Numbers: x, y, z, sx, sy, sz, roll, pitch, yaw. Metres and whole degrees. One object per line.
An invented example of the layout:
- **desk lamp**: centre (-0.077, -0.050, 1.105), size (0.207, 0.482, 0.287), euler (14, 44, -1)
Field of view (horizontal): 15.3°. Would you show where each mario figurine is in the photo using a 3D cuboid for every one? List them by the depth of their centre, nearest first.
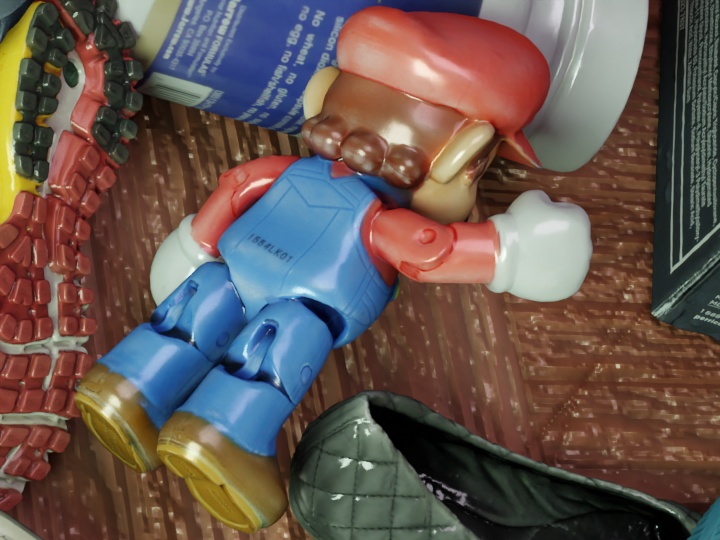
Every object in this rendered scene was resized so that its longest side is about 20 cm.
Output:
- **mario figurine**: centre (0.000, 0.000, 0.913), size (0.123, 0.106, 0.200), euler (39, 74, 2)

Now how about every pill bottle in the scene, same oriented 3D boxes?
- **pill bottle**: centre (-0.001, -0.105, 0.999), size (0.199, 0.120, 0.120), euler (14, 55, -19)

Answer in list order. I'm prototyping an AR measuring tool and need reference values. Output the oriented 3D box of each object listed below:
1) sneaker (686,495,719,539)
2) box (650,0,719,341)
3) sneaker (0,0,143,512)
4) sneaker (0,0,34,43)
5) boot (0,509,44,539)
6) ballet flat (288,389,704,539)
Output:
- **sneaker**: centre (0.178, 0.085, 0.963), size (0.081, 0.077, 0.200), euler (44, 34, 10)
- **box**: centre (0.214, -0.091, 1.048), size (0.122, 0.199, 0.201), euler (17, 55, -16)
- **sneaker**: centre (-0.134, -0.001, 0.905), size (0.078, 0.082, 0.201), euler (40, 56, -47)
- **sneaker**: centre (-0.183, -0.122, 0.899), size (0.201, 0.077, 0.147), euler (9, 50, 28)
- **boot**: centre (-0.192, 0.122, 0.790), size (0.199, 0.073, 0.151), euler (20, 53, -10)
- **ballet flat**: centre (0.068, 0.094, 0.948), size (0.199, 0.057, 0.067), euler (18, 52, -21)
